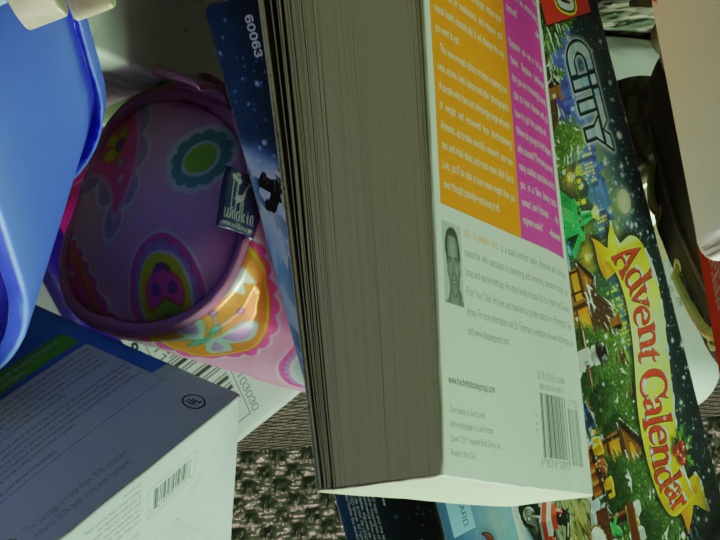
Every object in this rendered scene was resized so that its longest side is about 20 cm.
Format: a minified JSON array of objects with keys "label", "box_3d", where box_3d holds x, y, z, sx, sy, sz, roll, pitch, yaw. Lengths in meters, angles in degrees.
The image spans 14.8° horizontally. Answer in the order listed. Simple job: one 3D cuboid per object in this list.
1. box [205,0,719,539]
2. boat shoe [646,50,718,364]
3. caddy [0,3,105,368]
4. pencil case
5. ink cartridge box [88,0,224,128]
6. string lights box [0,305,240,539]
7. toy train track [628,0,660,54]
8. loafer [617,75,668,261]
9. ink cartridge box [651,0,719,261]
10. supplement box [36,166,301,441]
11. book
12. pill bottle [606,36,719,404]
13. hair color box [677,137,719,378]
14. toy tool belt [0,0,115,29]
[{"label":"box","box_3d":[0.036,0.004,0.806,0.038,0.201,0.136,-10,-173,40]},{"label":"boat shoe","box_3d":[0.123,-0.024,0.884,0.072,0.060,0.200,21,-160,-12]},{"label":"caddy","box_3d":[-0.144,-0.058,0.716,0.141,0.105,0.200,4,143,9]},{"label":"pencil case","box_3d":[0.000,0.000,0.858,0.087,0.088,0.200,-12,158,40]},{"label":"ink cartridge box","box_3d":[-0.151,-0.073,0.855,0.199,0.068,0.117,-8,171,20]},{"label":"string lights box","box_3d":[-0.145,0.043,0.792,0.200,0.059,0.103,23,-144,25]},{"label":"toy train track","box_3d":[0.099,-0.095,0.969,0.200,0.033,0.115,0,170,-27]},{"label":"loafer","box_3d":[0.055,-0.002,1.037,0.200,0.076,0.067,-25,131,37]},{"label":"ink cartridge box","box_3d":[0.175,-0.085,0.690,0.200,0.147,0.083,-2,162,-24]},{"label":"supplement box","box_3d":[-0.053,-0.010,0.946,0.103,0.101,0.200,-13,-163,47]},{"label":"book","box_3d":[0.021,-0.042,0.712,0.048,0.201,0.134,-9,170,20]},{"label":"pill bottle","box_3d":[0.087,0.014,1.125,0.114,0.201,0.114,-5,171,-1]},{"label":"hair color box","box_3d":[0.144,-0.038,0.768,0.101,0.200,0.061,9,137,-14]},{"label":"toy tool belt","box_3d":[-0.111,-0.087,0.568,0.125,0.123,0.200,-21,163,41]}]
